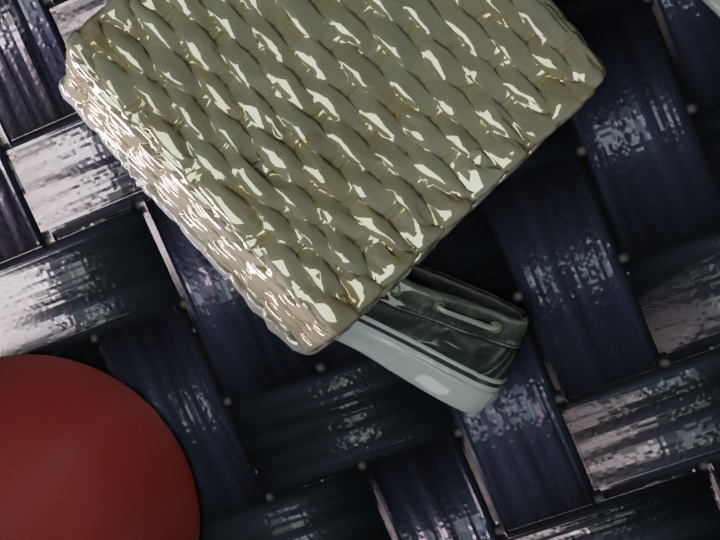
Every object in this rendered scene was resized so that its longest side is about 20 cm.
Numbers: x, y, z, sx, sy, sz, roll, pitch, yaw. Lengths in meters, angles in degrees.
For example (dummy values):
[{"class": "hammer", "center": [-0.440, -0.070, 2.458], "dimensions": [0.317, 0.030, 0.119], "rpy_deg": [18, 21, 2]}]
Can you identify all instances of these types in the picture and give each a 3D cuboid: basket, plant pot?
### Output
[{"class": "basket", "center": [-0.016, -0.090, 0.982], "dimensions": [0.198, 0.161, 0.200], "rpy_deg": [-43, 94, -5]}, {"class": "plant pot", "center": [-0.210, 0.167, 1.140], "dimensions": [0.198, 0.177, 0.202], "rpy_deg": [4, 108, 14]}]

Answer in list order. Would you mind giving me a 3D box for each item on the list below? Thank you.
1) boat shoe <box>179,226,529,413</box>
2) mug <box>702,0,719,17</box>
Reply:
[{"class": "boat shoe", "center": [0.000, 0.000, 1.097], "dimensions": [0.199, 0.072, 0.071], "rpy_deg": [29, 104, -6]}, {"class": "mug", "center": [0.238, -0.166, 0.955], "dimensions": [0.153, 0.186, 0.150], "rpy_deg": [-47, 59, 14]}]
